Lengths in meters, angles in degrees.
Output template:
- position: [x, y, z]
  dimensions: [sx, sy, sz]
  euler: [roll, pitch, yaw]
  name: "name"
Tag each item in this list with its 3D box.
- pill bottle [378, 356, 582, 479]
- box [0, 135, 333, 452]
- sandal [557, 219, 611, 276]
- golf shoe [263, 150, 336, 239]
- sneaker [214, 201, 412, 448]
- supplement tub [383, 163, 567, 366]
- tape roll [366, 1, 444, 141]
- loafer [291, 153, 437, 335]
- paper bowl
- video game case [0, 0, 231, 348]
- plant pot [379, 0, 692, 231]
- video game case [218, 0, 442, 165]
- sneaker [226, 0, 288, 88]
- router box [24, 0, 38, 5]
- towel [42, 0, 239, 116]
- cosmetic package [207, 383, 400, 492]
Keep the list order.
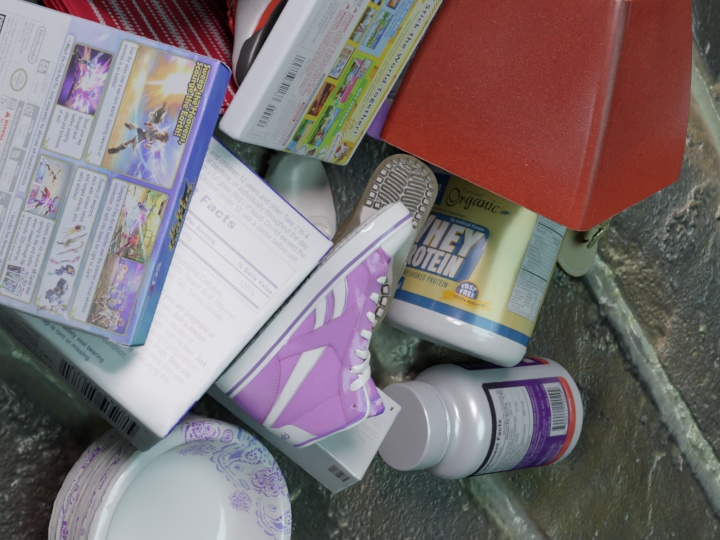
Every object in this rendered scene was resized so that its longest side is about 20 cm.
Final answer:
- position: [0.112, 0.144, 1.385]
  dimensions: [0.200, 0.111, 0.112]
  euler: [-1, 101, -40]
  name: "pill bottle"
- position: [-0.158, 0.000, 1.072]
  dimensions: [0.184, 0.105, 0.200]
  euler: [42, 70, -2]
  name: "box"
- position: [0.239, -0.087, 1.464]
  dimensions: [0.078, 0.070, 0.212]
  euler: [-18, 112, -36]
  name: "sandal"
- position: [-0.035, -0.010, 1.234]
  dimensions: [0.078, 0.097, 0.200]
  euler: [-15, 109, -36]
  name: "golf shoe"
- position: [-0.005, 0.048, 1.095]
  dimensions: [0.114, 0.073, 0.201]
  euler: [41, 99, -2]
  name: "sneaker"
- position: [0.112, -0.025, 1.322]
  dimensions: [0.145, 0.145, 0.200]
  euler: [22, 85, -41]
  name: "supplement tub"
- position: [0.042, -0.212, 1.218]
  dimensions: [0.200, 0.066, 0.200]
  euler: [-38, 148, -28]
  name: "tape roll"
- position: [0.000, 0.000, 1.169]
  dimensions: [0.076, 0.067, 0.200]
  euler: [33, 79, 2]
  name: "loafer"
- position: [-0.163, 0.214, 1.166]
  dimensions: [0.200, 0.104, 0.201]
  euler: [-6, 99, -43]
  name: "paper bowl"
- position: [-0.203, -0.070, 0.964]
  dimensions: [0.045, 0.181, 0.200]
  euler: [19, 89, -82]
  name: "video game case"
- position: [0.165, -0.171, 1.175]
  dimensions: [0.200, 0.200, 0.177]
  euler: [-26, 137, -51]
  name: "plant pot"
- position: [-0.008, -0.177, 1.072]
  dimensions: [0.200, 0.023, 0.182]
  euler: [-59, 157, 11]
  name: "video game case"
- position: [-0.086, -0.219, 1.121]
  dimensions: [0.067, 0.108, 0.202]
  euler: [52, 51, -52]
  name: "sneaker"
- position: [-0.310, -0.131, 1.000]
  dimensions: [0.200, 0.051, 0.149]
  euler: [-53, 130, -18]
  name: "router box"
- position: [-0.138, -0.168, 1.084]
  dimensions: [0.200, 0.145, 0.022]
  euler: [-5, 144, -47]
  name: "towel"
- position: [-0.069, 0.089, 1.181]
  dimensions: [0.200, 0.051, 0.083]
  euler: [40, 55, -8]
  name: "cosmetic package"
